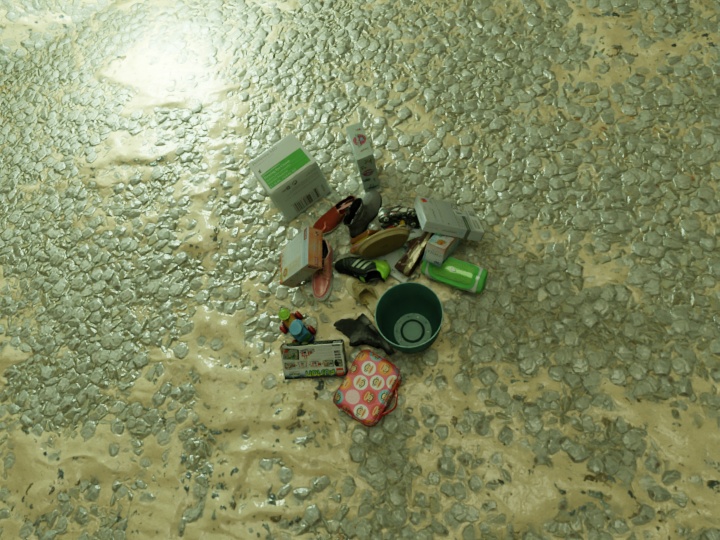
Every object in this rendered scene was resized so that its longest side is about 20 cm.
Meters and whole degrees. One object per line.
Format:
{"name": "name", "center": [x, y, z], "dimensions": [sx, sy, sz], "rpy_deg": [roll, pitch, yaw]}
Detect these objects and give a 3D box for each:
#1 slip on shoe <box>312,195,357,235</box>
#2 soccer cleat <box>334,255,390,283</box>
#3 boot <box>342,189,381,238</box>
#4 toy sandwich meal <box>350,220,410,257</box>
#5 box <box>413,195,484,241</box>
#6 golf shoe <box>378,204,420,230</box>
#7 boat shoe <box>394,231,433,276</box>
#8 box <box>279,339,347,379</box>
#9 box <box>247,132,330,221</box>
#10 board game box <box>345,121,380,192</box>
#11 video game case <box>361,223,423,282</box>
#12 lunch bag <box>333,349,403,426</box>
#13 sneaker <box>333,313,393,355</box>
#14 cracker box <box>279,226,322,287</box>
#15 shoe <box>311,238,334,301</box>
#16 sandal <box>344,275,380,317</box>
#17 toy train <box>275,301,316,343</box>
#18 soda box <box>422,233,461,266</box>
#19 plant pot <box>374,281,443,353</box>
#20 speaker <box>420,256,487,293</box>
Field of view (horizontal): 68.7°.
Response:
{"name": "slip on shoe", "center": [-0.088, -0.197, 1.849], "dimensions": [0.199, 0.061, 0.074], "rpy_deg": [-36, 67, -4]}
{"name": "soccer cleat", "center": [0.000, 0.000, 1.727], "dimensions": [0.199, 0.068, 0.081], "rpy_deg": [3, 46, 22]}
{"name": "boot", "center": [0.011, -0.213, 1.796], "dimensions": [0.069, 0.132, 0.201], "rpy_deg": [17, 71, 18]}
{"name": "toy sandwich meal", "center": [0.063, -0.105, 1.690], "dimensions": [0.204, 0.205, 0.071], "rpy_deg": [-21, 72, 1]}
{"name": "box", "center": [0.280, -0.166, 1.678], "dimensions": [0.199, 0.041, 0.156], "rpy_deg": [10, 37, -15]}
{"name": "golf shoe", "center": [0.157, -0.192, 1.769], "dimensions": [0.198, 0.078, 0.088], "rpy_deg": [-3, 41, -6]}
{"name": "boat shoe", "center": [0.180, -0.078, 1.717], "dimensions": [0.072, 0.072, 0.201], "rpy_deg": [30, 82, 20]}
{"name": "box", "center": [-0.145, 0.277, 1.637], "dimensions": [0.198, 0.035, 0.111], "rpy_deg": [-5, 102, 9]}
{"name": "box", "center": [-0.247, -0.327, 1.859], "dimensions": [0.199, 0.200, 0.172], "rpy_deg": [-37, 63, -5]}
{"name": "board game box", "center": [0.011, -0.391, 1.836], "dimensions": [0.064, 0.200, 0.148], "rpy_deg": [-19, 65, 2]}
{"name": "video game case", "center": [0.133, -0.077, 1.774], "dimensions": [0.182, 0.022, 0.200], "rpy_deg": [33, 76, 22]}
{"name": "lunch bag", "center": [0.034, 0.356, 1.573], "dimensions": [0.175, 0.082, 0.201], "rpy_deg": [27, 74, 20]}
{"name": "sneaker", "center": [0.009, 0.213, 1.655], "dimensions": [0.104, 0.060, 0.200], "rpy_deg": [-39, 62, -5]}
{"name": "cracker box", "center": [-0.197, -0.041, 1.738], "dimensions": [0.057, 0.200, 0.135], "rpy_deg": [14, 62, -31]}
{"name": "shoe", "center": [-0.132, -0.004, 1.756], "dimensions": [0.071, 0.091, 0.201], "rpy_deg": [2, 67, 12]}
{"name": "sandal", "center": [0.021, 0.079, 1.702], "dimensions": [0.077, 0.070, 0.212], "rpy_deg": [-39, 65, -7]}
{"name": "toy train", "center": [-0.236, 0.152, 1.695], "dimensions": [0.085, 0.116, 0.200], "rpy_deg": [-42, 66, -9]}
{"name": "soda box", "center": [0.267, -0.090, 1.672], "dimensions": [0.063, 0.069, 0.200], "rpy_deg": [23, 35, 19]}
{"name": "plant pot", "center": [0.151, 0.159, 1.590], "dimensions": [0.199, 0.161, 0.202], "rpy_deg": [-4, 64, 8]}
{"name": "speaker", "center": [0.297, 0.006, 1.672], "dimensions": [0.199, 0.089, 0.089], "rpy_deg": [19, 72, 18]}
